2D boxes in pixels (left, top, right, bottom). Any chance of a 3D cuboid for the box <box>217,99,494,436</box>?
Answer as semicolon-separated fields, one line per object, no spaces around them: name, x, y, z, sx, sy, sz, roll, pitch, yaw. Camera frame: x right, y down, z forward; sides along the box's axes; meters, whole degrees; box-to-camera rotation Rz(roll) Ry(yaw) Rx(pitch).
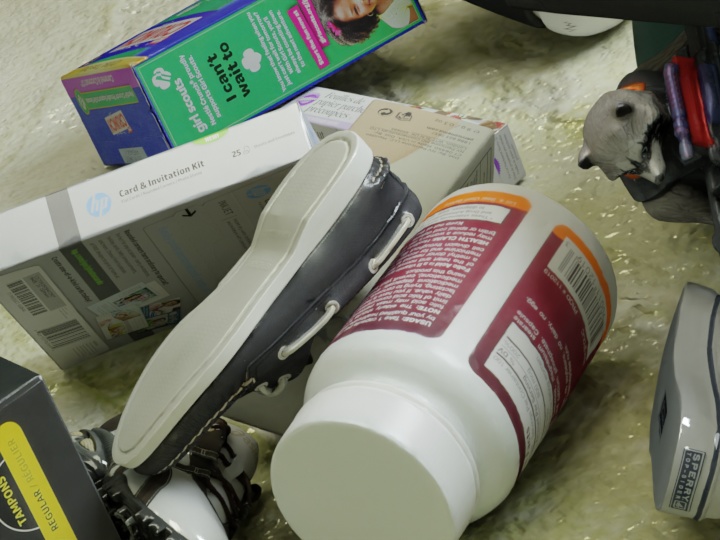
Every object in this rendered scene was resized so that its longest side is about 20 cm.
box;0.000;0.000;1.481;0.078;0.095;0.200;16;37;19

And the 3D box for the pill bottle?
pill bottle;0.041;0.054;1.347;0.114;0.114;0.200;-4;31;33

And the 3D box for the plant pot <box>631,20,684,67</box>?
plant pot;0.253;-0.155;1.502;0.161;0.201;0.201;0;33;22

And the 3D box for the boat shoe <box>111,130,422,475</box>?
boat shoe;-0.045;0.026;1.346;0.200;0.060;0.074;-55;25;-12

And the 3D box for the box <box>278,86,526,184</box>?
box;0.022;-0.078;1.700;0.039;0.042;0.200;-36;30;-26

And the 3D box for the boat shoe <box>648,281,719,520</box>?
boat shoe;0.174;0.067;1.289;0.065;0.074;0.200;12;26;1

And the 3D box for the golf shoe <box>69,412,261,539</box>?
golf shoe;-0.087;0.110;1.384;0.094;0.078;0.200;-29;28;-14

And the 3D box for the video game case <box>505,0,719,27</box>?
video game case;0.188;-0.179;1.340;0.181;0.026;0.200;-38;24;-20

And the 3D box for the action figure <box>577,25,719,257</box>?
action figure;0.183;-0.033;1.346;0.105;0.193;0.200;-29;52;41

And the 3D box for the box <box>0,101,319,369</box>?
box;-0.106;-0.017;1.568;0.200;0.156;0.041;-19;67;5

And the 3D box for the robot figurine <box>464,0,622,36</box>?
robot figurine;0.103;-0.231;1.789;0.200;0.125;0.150;24;36;27

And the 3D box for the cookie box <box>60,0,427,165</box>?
cookie box;-0.081;-0.148;1.832;0.200;0.075;0.171;-32;13;-18

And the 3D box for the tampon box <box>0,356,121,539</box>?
tampon box;-0.223;0.123;1.382;0.126;0.150;0.200;-35;29;-23
